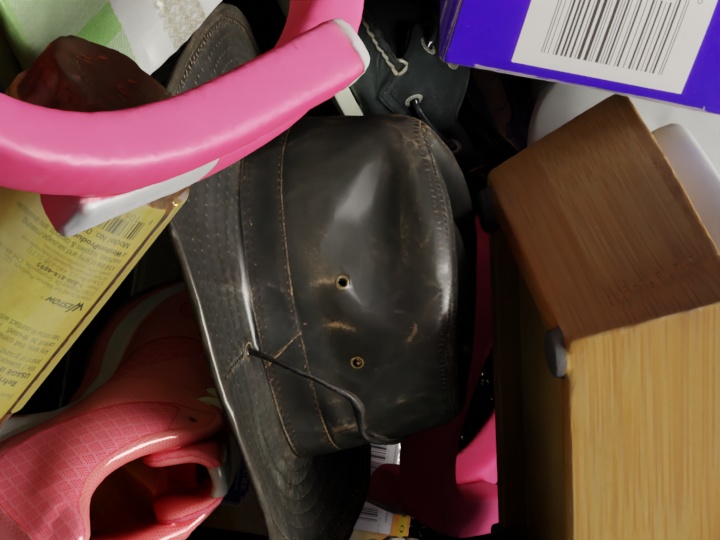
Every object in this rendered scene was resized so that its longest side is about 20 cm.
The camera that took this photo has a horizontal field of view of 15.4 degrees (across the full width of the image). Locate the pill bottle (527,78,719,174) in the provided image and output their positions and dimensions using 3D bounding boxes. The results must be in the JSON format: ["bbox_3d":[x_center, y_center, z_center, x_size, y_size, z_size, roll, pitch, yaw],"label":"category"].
[{"bbox_3d":[0.128,-0.092,1.065,0.200,0.109,0.110,-66,146,-58],"label":"pill bottle"}]

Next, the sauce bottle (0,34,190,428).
[{"bbox_3d":[-0.127,0.020,0.818,0.200,0.066,0.066,-49,147,16],"label":"sauce bottle"}]

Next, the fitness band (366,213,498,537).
[{"bbox_3d":[0.059,0.037,1.077,0.144,0.037,0.200,-65,163,3],"label":"fitness band"}]

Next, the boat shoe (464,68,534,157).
[{"bbox_3d":[0.030,-0.104,1.091,0.200,0.072,0.072,58,43,-46],"label":"boat shoe"}]

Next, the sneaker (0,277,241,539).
[{"bbox_3d":[-0.067,0.063,0.916,0.200,0.087,0.074,-37,122,-46],"label":"sneaker"}]

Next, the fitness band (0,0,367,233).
[{"bbox_3d":[-0.075,-0.093,0.748,0.200,0.037,0.144,-29,86,-45],"label":"fitness band"}]

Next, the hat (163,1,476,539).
[{"bbox_3d":[0.000,0.000,0.918,0.201,0.081,0.201,-10,90,-73],"label":"hat"}]

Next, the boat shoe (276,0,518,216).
[{"bbox_3d":[0.019,-0.077,1.011,0.199,0.066,0.075,60,4,-44],"label":"boat shoe"}]

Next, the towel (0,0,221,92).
[{"bbox_3d":[-0.072,-0.153,0.859,0.200,0.031,0.149,-49,129,-37],"label":"towel"}]

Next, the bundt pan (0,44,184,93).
[{"bbox_3d":[-0.134,-0.129,0.857,0.202,0.076,0.202,-10,103,-55],"label":"bundt pan"}]

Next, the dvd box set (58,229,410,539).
[{"bbox_3d":[-0.038,0.032,1.050,0.200,0.029,0.147,15,81,-53],"label":"dvd box set"}]

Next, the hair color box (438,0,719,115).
[{"bbox_3d":[0.088,-0.150,0.978,0.200,0.109,0.065,-86,-170,-45],"label":"hair color box"}]

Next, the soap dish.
[{"bbox_3d":[0.094,0.060,0.935,0.157,0.081,0.200,-109,-166,-60],"label":"soap dish"}]

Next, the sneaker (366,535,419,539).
[{"bbox_3d":[-0.015,0.139,0.868,0.200,0.080,0.078,-14,131,-45],"label":"sneaker"}]
